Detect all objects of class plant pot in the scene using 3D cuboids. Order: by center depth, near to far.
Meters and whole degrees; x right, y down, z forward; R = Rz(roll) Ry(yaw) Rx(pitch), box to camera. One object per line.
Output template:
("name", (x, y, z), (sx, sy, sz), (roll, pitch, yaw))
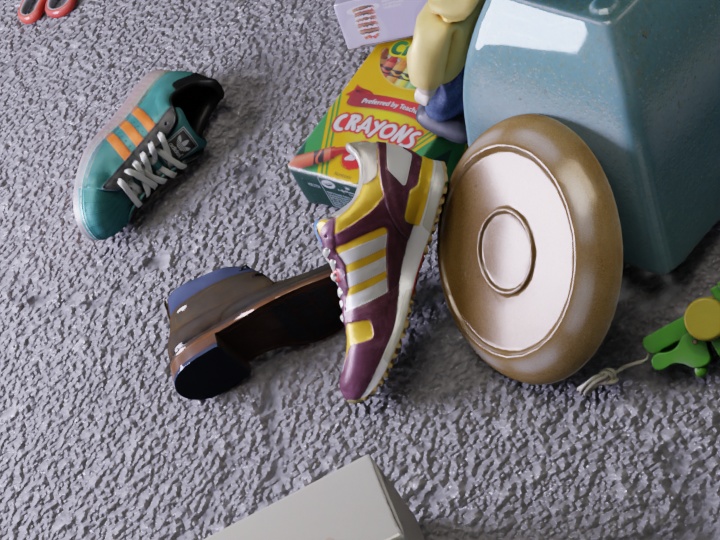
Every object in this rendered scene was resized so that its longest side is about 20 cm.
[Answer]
("plant pot", (0.115, -0.015, 1.245), (0.027, 0.201, 0.200), (-5, 32, -34))
("plant pot", (0.193, -0.155, 1.281), (0.196, 0.200, 0.196), (24, 59, 39))

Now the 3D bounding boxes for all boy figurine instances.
("boy figurine", (0.080, -0.191, 1.331), (0.064, 0.200, 0.124), (29, 64, 16))

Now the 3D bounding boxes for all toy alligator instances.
("toy alligator", (0.249, 0.048, 1.204), (0.200, 0.059, 0.054), (-38, 80, 13))

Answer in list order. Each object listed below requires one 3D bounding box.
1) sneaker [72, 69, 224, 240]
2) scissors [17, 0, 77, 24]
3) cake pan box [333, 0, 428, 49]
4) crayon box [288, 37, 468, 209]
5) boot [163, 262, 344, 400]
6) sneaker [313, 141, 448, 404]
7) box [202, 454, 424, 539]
("sneaker", (-0.194, -0.112, 1.558), (0.080, 0.071, 0.200), (1, 52, 34))
("scissors", (-0.314, -0.348, 1.865), (0.073, 0.014, 0.200), (2, 55, 32))
("cake pan box", (0.091, -0.274, 1.524), (0.199, 0.052, 0.184), (-8, 32, 21))
("crayon box", (0.044, -0.136, 1.468), (0.127, 0.051, 0.200), (16, 61, 37))
("boot", (-0.077, 0.017, 1.384), (0.200, 0.075, 0.097), (-29, 48, 6))
("sneaker", (0.000, 0.000, 1.303), (0.090, 0.075, 0.201), (17, 88, -4))
("box", (-0.053, 0.222, 1.184), (0.200, 0.095, 0.078), (-29, 46, 5))
